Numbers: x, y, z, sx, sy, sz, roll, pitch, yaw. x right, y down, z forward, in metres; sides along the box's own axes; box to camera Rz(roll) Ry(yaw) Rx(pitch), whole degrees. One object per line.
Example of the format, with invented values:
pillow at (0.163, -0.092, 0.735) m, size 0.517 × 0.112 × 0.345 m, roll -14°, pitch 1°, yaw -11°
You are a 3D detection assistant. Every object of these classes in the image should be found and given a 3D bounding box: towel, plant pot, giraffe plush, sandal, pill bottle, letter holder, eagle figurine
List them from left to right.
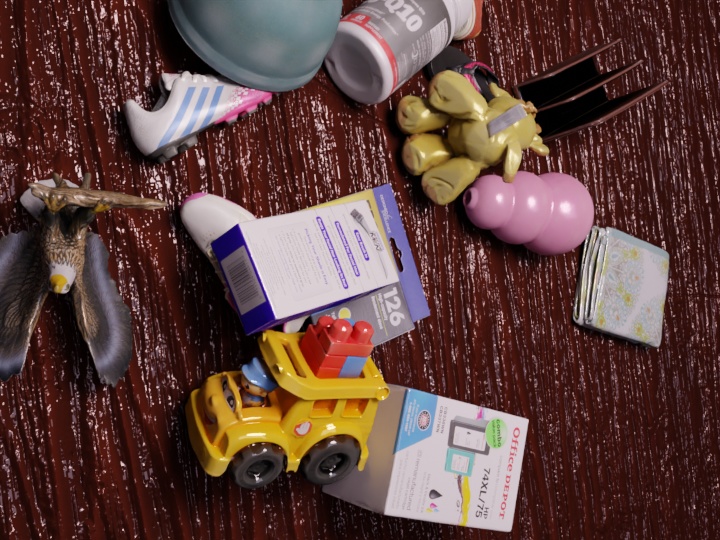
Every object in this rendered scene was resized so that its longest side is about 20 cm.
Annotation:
eagle figurine at (-0.301, 0.009, 0.744) m, size 0.152 × 0.151 × 0.200 m, roll 20°, pitch 109°, yaw 10°
plant pot at (-0.099, -0.325, 0.838) m, size 0.200 × 0.134 × 0.201 m, roll 17°, pitch 57°, yaw -28°
pill bottle at (0.053, -0.319, 0.983) m, size 0.200 × 0.114 × 0.114 m, roll -45°, pitch 110°, yaw -27°
sandal at (0.182, -0.272, 1.103) m, size 0.200 × 0.045 × 0.075 m, roll 28°, pitch 73°, yaw -28°
giraffe plush at (0.171, -0.194, 1.022) m, size 0.162 × 0.200 × 0.173 m, roll -24°, pitch 105°, yaw -50°
letter holder at (0.367, -0.291, 1.165) m, size 0.200 × 0.142 × 0.101 m, roll -31°, pitch 103°, yaw -30°
towel at (0.443, 0.028, 1.248) m, size 0.200 × 0.048 × 0.171 m, roll 17°, pitch 80°, yaw -31°

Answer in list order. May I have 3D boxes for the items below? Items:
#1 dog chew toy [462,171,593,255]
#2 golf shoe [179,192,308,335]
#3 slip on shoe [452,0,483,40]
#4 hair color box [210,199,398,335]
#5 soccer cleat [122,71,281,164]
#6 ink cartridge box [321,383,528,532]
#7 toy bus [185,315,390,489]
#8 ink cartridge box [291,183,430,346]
dog chew toy at (0.241, -0.091, 1.088) m, size 0.200 × 0.125 × 0.125 m, roll 8°, pitch 82°, yaw -24°
golf shoe at (-0.132, -0.003, 0.844) m, size 0.200 × 0.075 × 0.092 m, roll 45°, pitch 31°, yaw -14°
slip on shoe at (0.145, -0.433, 1.085) m, size 0.061 × 0.074 × 0.200 m, roll 0°, pitch 85°, yaw -55°
hair color box at (-0.057, -0.009, 0.833) m, size 0.200 × 0.065 × 0.109 m, roll -16°, pitch 81°, yaw -45°
soccer cleat at (-0.178, -0.201, 0.852) m, size 0.200 × 0.070 × 0.086 m, roll -37°, pitch 106°, yaw -29°
ink cartridge box at (0.083, 0.233, 0.940) m, size 0.200 × 0.146 × 0.147 m, roll 18°, pitch 77°, yaw -31°
toy bus at (-0.070, 0.126, 0.809) m, size 0.200 × 0.136 × 0.192 m, roll 5°, pitch 123°, yaw -30°
ink cartridge box at (0.000, 0.000, 0.967) m, size 0.200 × 0.047 × 0.198 m, roll -21°, pitch 97°, yaw -30°
